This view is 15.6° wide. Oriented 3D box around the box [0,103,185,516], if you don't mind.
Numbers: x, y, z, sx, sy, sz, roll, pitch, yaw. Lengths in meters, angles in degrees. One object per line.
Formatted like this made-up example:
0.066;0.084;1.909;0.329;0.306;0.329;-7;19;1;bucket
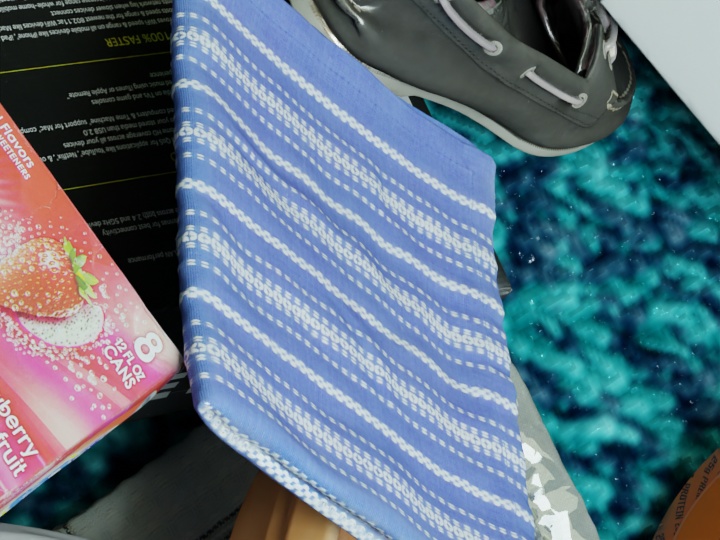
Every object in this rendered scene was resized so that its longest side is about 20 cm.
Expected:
-0.153;-0.016;0.688;0.100;0.095;0.200;-37;91;-36;box

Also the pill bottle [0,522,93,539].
-0.108;0.183;0.769;0.111;0.112;0.201;10;94;-26;pill bottle

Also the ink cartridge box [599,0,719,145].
0.193;-0.078;0.986;0.200;0.083;0.145;49;32;-10;ink cartridge box

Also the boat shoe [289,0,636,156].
0.054;-0.085;0.913;0.200;0.057;0.067;8;55;-54;boat shoe

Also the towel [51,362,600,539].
0.006;0.125;0.902;0.200;0.034;0.193;-33;95;-30;towel

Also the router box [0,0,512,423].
-0.063;-0.033;0.852;0.199;0.051;0.150;-10;68;-39;router box

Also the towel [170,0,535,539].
0.000;0.000;0.770;0.145;0.024;0.201;37;30;-34;towel

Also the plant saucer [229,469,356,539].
-0.017;0.135;0.788;0.037;0.200;0.201;6;74;9;plant saucer

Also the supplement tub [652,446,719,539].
0.205;0.145;0.953;0.200;0.122;0.123;36;65;-17;supplement tub
